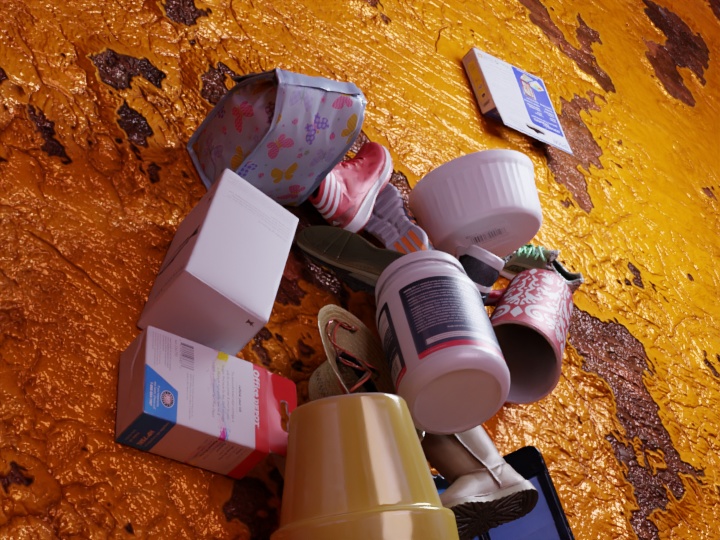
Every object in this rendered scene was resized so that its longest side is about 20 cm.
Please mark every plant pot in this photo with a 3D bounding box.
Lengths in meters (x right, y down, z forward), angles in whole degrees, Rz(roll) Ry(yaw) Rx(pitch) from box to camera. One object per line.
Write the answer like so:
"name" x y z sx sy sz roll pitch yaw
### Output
"plant pot" -0.002 0.238 1.296 0.199 0.200 0.192 10 64 -41

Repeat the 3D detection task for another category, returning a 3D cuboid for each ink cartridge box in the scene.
"ink cartridge box" -0.166 0.153 1.355 0.198 0.067 0.117 24 41 -30
"ink cartridge box" 0.297 -0.310 2.323 0.196 0.047 0.202 17 46 -38

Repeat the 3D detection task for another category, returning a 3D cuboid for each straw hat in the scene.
"straw hat" -0.015 0.149 1.497 0.201 0.085 0.202 46 20 -22

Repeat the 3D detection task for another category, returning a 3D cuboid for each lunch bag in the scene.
"lunch bag" -0.106 -0.190 1.637 0.168 0.200 0.128 -1 56 -46

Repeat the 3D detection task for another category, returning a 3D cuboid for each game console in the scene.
"game console" 0.162 0.321 1.505 0.119 0.171 0.202 43 24 -56

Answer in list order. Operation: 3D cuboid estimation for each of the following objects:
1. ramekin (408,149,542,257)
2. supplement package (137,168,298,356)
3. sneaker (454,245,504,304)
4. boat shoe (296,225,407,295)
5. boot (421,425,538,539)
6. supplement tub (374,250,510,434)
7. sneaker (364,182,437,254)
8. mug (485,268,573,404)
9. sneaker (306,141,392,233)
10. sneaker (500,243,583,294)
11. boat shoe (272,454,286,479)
"ramekin" 0.179 -0.088 1.852 0.199 0.200 0.099 8 58 -42
"supplement package" -0.166 -0.001 1.462 0.117 0.117 0.201 35 36 -17
"sneaker" 0.146 0.028 1.744 0.072 0.113 0.200 28 -3 4
"boat shoe" 0.001 0.000 1.649 0.198 0.067 0.072 19 39 21
"boot" 0.099 0.239 1.500 0.173 0.067 0.200 -6 34 -30
"supplement tub" 0.096 0.087 1.517 0.139 0.141 0.201 22 33 -31
"sneaker" 0.062 -0.042 1.794 0.112 0.077 0.201 50 7 -43
"mug" 0.233 0.072 1.809 0.178 0.133 0.200 45 31 -5
"sneaker" -0.022 -0.148 1.773 0.116 0.078 0.201 46 34 -24
"sneaker" 0.280 -0.020 1.980 0.199 0.089 0.077 36 36 -16
"boat shoe" -0.014 0.254 1.411 0.200 0.068 0.072 46 27 -4
